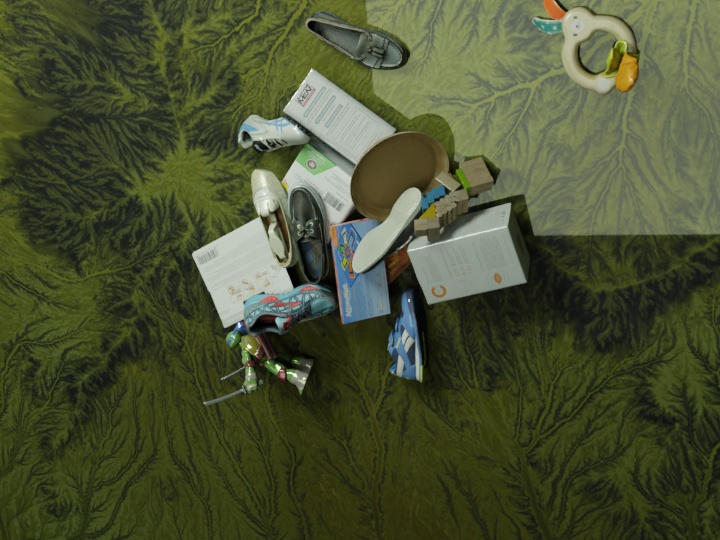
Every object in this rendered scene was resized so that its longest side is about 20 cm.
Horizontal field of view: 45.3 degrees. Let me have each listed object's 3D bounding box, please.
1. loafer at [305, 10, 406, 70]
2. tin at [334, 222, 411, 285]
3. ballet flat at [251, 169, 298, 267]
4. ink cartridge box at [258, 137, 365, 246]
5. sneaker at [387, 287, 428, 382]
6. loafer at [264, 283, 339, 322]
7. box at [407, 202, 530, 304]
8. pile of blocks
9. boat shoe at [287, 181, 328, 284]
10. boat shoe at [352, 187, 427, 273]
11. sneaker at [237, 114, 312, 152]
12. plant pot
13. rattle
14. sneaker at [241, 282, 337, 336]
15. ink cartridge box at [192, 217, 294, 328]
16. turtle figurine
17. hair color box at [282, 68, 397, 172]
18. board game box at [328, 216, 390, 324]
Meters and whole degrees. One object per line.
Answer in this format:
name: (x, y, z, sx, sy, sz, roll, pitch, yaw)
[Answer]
loafer: (-0.012, -0.421, 1.599, 0.199, 0.063, 0.072, 25, 115, 9)
tin: (0.032, -0.026, 1.737, 0.112, 0.042, 0.200, 44, 117, -4)
ballet flat: (-0.166, -0.100, 1.670, 0.067, 0.062, 0.202, -16, 103, 21)
ink cartridge box: (-0.087, -0.140, 1.710, 0.144, 0.084, 0.201, 38, 116, 3)
sneaker: (0.091, 0.133, 1.753, 0.081, 0.074, 0.202, 3, 108, 20)
loafer: (-0.138, 0.077, 1.812, 0.198, 0.067, 0.077, -11, 107, 24)
box: (0.206, -0.030, 1.631, 0.198, 0.098, 0.125, -14, 116, 22)
pile of blocks: (0.164, -0.128, 1.608, 0.082, 0.200, 0.062, 42, 161, 23)
boat shoe: (-0.098, -0.069, 1.656, 0.068, 0.057, 0.202, -8, 109, 9)
boat shoe: (0.063, -0.067, 1.649, 0.060, 0.074, 0.201, 29, 104, -41)
sneaker: (-0.165, -0.258, 1.664, 0.199, 0.072, 0.073, 14, 75, 49)
plant pot: (0.071, -0.179, 1.619, 0.198, 0.028, 0.201, -13, 134, -13)
rattle: (0.371, -0.379, 1.447, 0.200, 0.143, 0.130, 44, 135, -7)
sneaker: (-0.140, 0.092, 1.729, 0.198, 0.096, 0.080, -13, 128, 11)
ink cartridge box: (-0.238, 0.002, 1.818, 0.199, 0.045, 0.178, -24, 89, 24)
turtle figurine: (-0.209, 0.220, 1.845, 0.192, 0.144, 0.202, 19, 80, 0)
hair color box: (-0.037, -0.282, 1.642, 0.199, 0.061, 0.099, 36, 94, 3)
board game box: (0.000, 0.000, 1.697, 0.102, 0.019, 0.202, -12, 109, -15)
